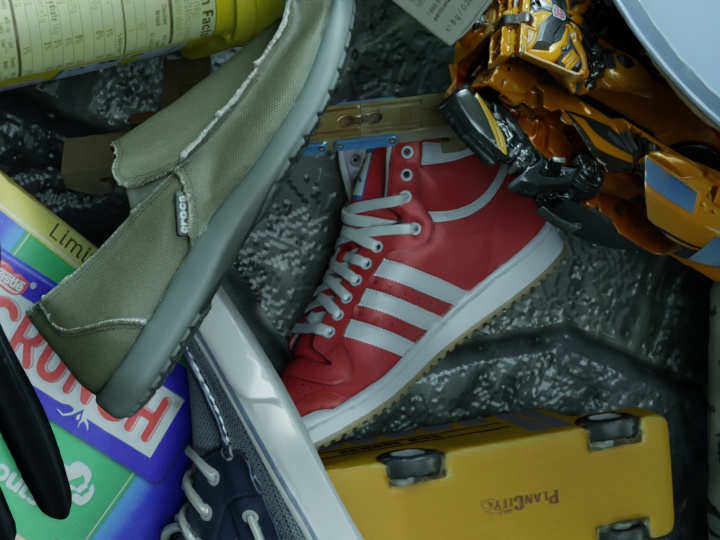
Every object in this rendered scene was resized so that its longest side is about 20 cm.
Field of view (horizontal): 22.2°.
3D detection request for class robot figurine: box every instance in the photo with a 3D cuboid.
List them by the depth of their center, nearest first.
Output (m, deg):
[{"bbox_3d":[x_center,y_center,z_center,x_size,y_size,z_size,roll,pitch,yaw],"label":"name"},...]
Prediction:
[{"bbox_3d":[0.119,-0.077,0.845,0.199,0.058,0.146,28,47,-24],"label":"robot figurine"}]

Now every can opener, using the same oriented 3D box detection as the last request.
[{"bbox_3d":[-0.170,0.025,0.750,0.063,0.079,0.202,-17,113,-13],"label":"can opener"}]

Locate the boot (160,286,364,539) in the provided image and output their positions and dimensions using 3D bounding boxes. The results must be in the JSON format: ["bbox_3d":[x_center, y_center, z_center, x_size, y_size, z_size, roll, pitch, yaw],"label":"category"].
[{"bbox_3d":[-0.057,0.103,0.801,0.090,0.073,0.201,-28,95,-1],"label":"boot"}]

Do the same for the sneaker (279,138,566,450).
[{"bbox_3d":[0.000,0.000,0.889,0.199,0.071,0.113,-38,106,-22],"label":"sneaker"}]

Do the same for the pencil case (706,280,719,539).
[{"bbox_3d":[0.220,0.076,0.933,0.077,0.089,0.202,-12,109,-34],"label":"pencil case"}]

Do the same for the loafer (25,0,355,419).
[{"bbox_3d":[-0.068,-0.040,0.736,0.069,0.075,0.201,31,84,-2],"label":"loafer"}]

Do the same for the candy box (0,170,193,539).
[{"bbox_3d":[-0.165,0.082,0.828,0.169,0.077,0.201,39,78,-19],"label":"candy box"}]

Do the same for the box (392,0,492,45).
[{"bbox_3d":[-0.009,-0.191,0.746,0.199,0.068,0.082,38,45,-2],"label":"box"}]

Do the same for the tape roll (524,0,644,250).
[{"bbox_3d":[0.158,-0.111,0.947,0.198,0.066,0.203,0,90,-20],"label":"tape roll"}]

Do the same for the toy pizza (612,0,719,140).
[{"bbox_3d":[0.170,-0.121,0.855,0.199,0.032,0.202,25,44,-27],"label":"toy pizza"}]

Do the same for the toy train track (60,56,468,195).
[{"bbox_3d":[-0.039,-0.055,0.857,0.198,0.115,0.033,-7,138,7],"label":"toy train track"}]

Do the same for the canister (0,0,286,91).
[{"bbox_3d":[-0.144,-0.122,0.797,0.198,0.148,0.088,-15,96,-17],"label":"canister"}]

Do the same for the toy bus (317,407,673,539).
[{"bbox_3d":[0.053,0.111,0.905,0.198,0.078,0.066,-8,96,-20],"label":"toy bus"}]
